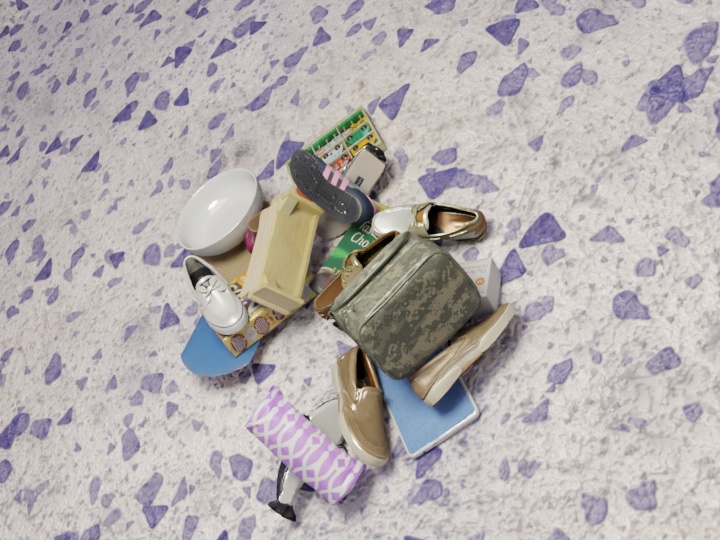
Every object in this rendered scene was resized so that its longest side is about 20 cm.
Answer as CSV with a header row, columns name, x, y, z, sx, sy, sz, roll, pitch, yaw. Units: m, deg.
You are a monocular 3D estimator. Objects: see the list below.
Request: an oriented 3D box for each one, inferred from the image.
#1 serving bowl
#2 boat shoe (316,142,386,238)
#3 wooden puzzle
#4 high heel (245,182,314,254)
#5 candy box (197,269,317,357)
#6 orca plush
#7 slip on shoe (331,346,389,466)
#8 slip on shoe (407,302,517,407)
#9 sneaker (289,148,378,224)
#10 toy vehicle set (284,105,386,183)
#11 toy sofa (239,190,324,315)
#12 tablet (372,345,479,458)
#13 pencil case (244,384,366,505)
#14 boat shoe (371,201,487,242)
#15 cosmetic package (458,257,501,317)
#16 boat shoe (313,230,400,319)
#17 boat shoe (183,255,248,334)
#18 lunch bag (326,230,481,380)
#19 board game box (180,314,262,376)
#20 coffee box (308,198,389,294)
name,x,y,z,sx,sy,sz,roll,pitch,yaw
serving bowl,-0.267,-0.104,1.610,0.198,0.066,0.202,-22,44,22
boat shoe,-0.017,-0.152,1.542,0.201,0.074,0.093,-51,9,17
wooden puzzle,-0.236,-0.051,1.629,0.184,0.037,0.201,21,71,40
high heel,-0.137,-0.105,1.562,0.199,0.096,0.068,-29,69,-21
candy box,-0.185,0.053,1.492,0.199,0.056,0.115,-37,45,-13
orca plush,-0.081,0.300,1.310,0.104,0.071,0.202,19,72,-7
slip on shoe,0.007,0.207,1.272,0.061,0.075,0.201,-49,36,28
slip on shoe,0.153,0.115,1.230,0.061,0.076,0.200,43,86,11
sneaker,-0.049,-0.147,1.467,0.200,0.082,0.071,47,118,29
toy vehicle set,-0.052,-0.229,1.631,0.199,0.027,0.125,-35,48,10
toy sofa,-0.137,-0.028,1.437,0.097,0.082,0.202,-26,46,50
tablet,0.095,0.181,1.283,0.129,0.014,0.201,-35,48,10
pencil case,-0.081,0.264,1.238,0.086,0.200,0.084,-47,-3,-44
boat shoe,0.110,-0.084,1.365,0.197,0.068,0.076,-3,74,14
cosmetic package,0.124,0.038,1.320,0.198,0.051,0.083,-11,47,28
boat shoe,0.000,0.000,1.355,0.199,0.074,0.076,-36,40,8
boat shoe,-0.268,0.041,1.452,0.073,0.066,0.200,-39,45,-14
lunch bag,0.055,0.043,1.238,0.200,0.139,0.168,-45,28,-2
board game box,-0.240,0.126,1.520,0.156,0.039,0.201,-1,47,25
coffee box,0.008,-0.022,1.448,0.122,0.044,0.201,30,81,42
